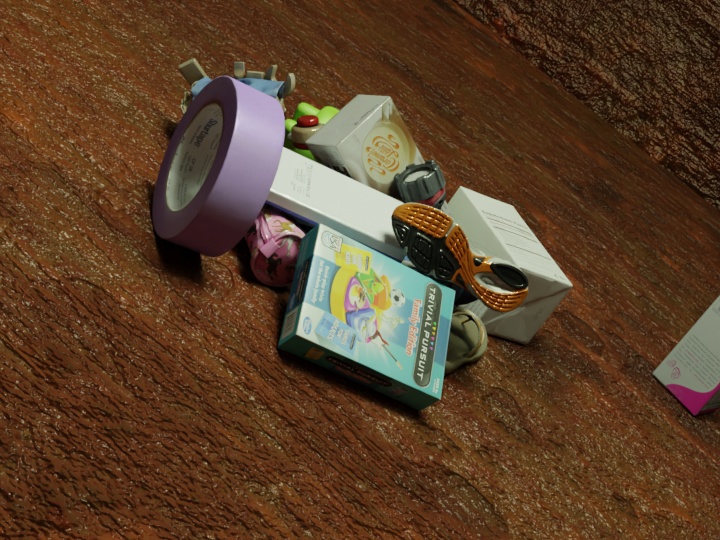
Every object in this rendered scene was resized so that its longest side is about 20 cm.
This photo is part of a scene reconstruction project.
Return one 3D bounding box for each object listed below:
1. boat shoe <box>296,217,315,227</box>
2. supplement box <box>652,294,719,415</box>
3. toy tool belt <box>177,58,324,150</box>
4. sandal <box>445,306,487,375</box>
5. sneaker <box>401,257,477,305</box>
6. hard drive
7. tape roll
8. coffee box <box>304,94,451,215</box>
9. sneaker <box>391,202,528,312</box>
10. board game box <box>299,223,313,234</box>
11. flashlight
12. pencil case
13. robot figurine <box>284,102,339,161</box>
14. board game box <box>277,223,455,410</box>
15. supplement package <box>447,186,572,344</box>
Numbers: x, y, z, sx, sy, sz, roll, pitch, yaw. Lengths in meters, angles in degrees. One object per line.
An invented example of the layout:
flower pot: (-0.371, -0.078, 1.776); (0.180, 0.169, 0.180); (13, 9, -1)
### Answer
boat shoe: (-0.078, -0.115, 1.605); (0.073, 0.069, 0.199); (3, 23, -30)
supplement box: (0.591, 0.131, 1.960); (0.103, 0.200, 0.101); (3, 39, -54)
toy tool belt: (-0.147, -0.227, 1.625); (0.198, 0.124, 0.125); (1, 23, 8)
sandal: (0.130, 0.084, 1.591); (0.080, 0.054, 0.200); (40, 22, 11)
sneaker: (0.084, 0.020, 1.545); (0.199, 0.074, 0.082); (10, 33, -30)
hard drive: (-0.034, -0.087, 1.503); (0.199, 0.025, 0.132); (24, 27, -13)
tape roll: (-0.167, -0.120, 1.384); (0.065, 0.201, 0.201); (23, 26, -29)
coffee box: (0.026, -0.125, 1.638); (0.080, 0.114, 0.201); (14, -39, 52)
sneaker: (0.113, -0.019, 1.493); (0.200, 0.076, 0.092); (36, 2, -18)
board game box: (0.000, 0.000, 1.598); (0.200, 0.035, 0.126); (38, 23, 6)
flashlight: (0.107, -0.048, 1.621); (0.068, 0.067, 0.201); (-40, 119, -33)
pencil case: (-0.121, -0.066, 1.499); (0.086, 0.083, 0.200); (5, 36, -29)
robot figurine: (-0.026, -0.162, 1.763); (0.199, 0.116, 0.176); (33, 52, 3)
board game box: (0.012, 0.055, 1.404); (0.199, 0.047, 0.152); (25, 56, -23)
supplement package: (0.197, -0.009, 1.778); (0.119, 0.122, 0.200); (17, 29, -37)
